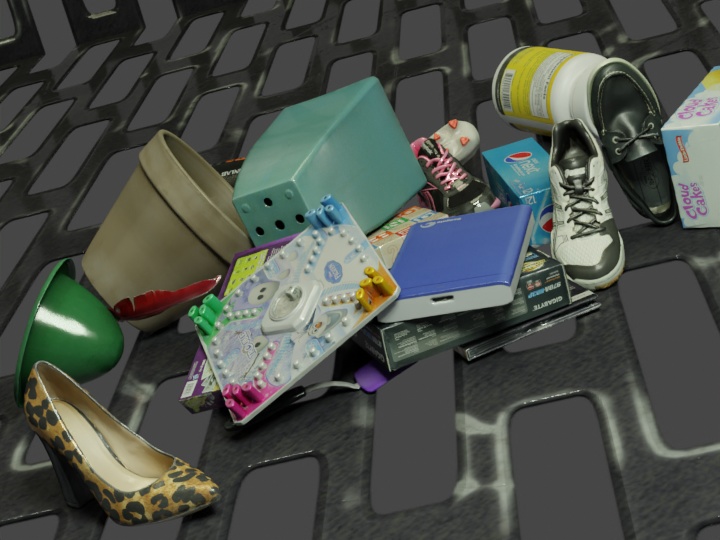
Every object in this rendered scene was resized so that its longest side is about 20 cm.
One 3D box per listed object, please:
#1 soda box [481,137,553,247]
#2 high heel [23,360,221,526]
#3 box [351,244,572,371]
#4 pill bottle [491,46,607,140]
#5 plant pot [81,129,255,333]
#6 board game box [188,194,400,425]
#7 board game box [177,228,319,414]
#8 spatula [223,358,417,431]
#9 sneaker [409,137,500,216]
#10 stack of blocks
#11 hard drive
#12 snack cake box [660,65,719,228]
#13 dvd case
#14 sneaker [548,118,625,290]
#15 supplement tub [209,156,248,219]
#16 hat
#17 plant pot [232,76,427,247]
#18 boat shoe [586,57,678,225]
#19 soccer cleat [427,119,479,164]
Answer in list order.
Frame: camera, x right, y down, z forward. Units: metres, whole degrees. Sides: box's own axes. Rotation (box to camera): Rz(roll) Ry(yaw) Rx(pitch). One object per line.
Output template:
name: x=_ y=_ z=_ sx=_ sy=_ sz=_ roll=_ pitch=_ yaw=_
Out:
soda box: x=0.196 y=-0.092 z=1.815 sx=0.067 sy=0.065 sz=0.200 roll=-16 pitch=21 yaw=-2
high heel: x=-0.215 y=0.148 z=1.394 sx=0.198 sy=0.144 sz=0.071 roll=-1 pitch=25 yaw=36
box: x=0.087 y=0.025 z=1.570 sx=0.198 sy=0.046 sz=0.159 roll=-20 pitch=19 yaw=-14
pill bottle: x=0.267 y=-0.226 z=2.035 sx=0.114 sy=0.115 sz=0.200 roll=-25 pitch=23 yaw=-23
plant pot: x=-0.218 y=-0.030 z=1.799 sx=0.173 sy=0.200 sz=0.200 roll=-42 pitch=19 yaw=7
board game box: x=-0.072 y=0.032 z=1.537 sx=0.200 sy=0.026 sz=0.200 roll=-39 pitch=32 yaw=4
board game box: x=-0.105 y=0.049 z=1.600 sx=0.119 sy=0.032 sz=0.201 roll=-20 pitch=38 yaw=38
spatula: x=-0.038 y=0.115 z=1.518 sx=0.198 sy=0.021 sz=0.057 roll=-18 pitch=22 yaw=-12
sneaker: x=0.099 y=-0.108 z=1.875 sx=0.079 sy=0.096 sz=0.200 roll=-30 pitch=22 yaw=-9
stack of blocks: x=0.000 y=0.000 z=1.714 sx=0.199 sy=0.059 sz=0.115 roll=-24 pitch=13 yaw=-13
hard drive: x=0.096 y=-0.009 z=1.546 sx=0.131 sy=0.026 sz=0.200 roll=-9 pitch=20 yaw=16
snack cake box: x=0.397 y=-0.138 z=1.712 sx=0.067 sy=0.116 sz=0.200 roll=-3 pitch=24 yaw=31
dvd case: x=0.135 y=0.032 z=1.612 sx=0.147 sy=0.016 sz=0.200 roll=-21 pitch=20 yaw=-14
sneaker: x=0.223 y=-0.071 z=1.631 sx=0.075 sy=0.088 sz=0.201 roll=-14 pitch=48 yaw=10
supplement tub: x=-0.134 y=-0.079 z=1.948 sx=0.198 sy=0.124 sz=0.123 roll=-10 pitch=21 yaw=14
hat: x=-0.258 y=0.087 z=1.675 sx=0.174 sy=0.200 sz=0.167 roll=17 pitch=69 yaw=0
plant pot: x=-0.046 y=-0.094 z=1.756 sx=0.140 sy=0.142 sz=0.200 roll=-15 pitch=22 yaw=34
boat shoe: x=0.292 y=-0.129 z=1.661 sx=0.074 sy=0.201 sz=0.066 roll=-19 pitch=34 yaw=2
soccer cleat: x=0.064 y=-0.123 z=2.014 sx=0.199 sy=0.070 sz=0.078 roll=-28 pitch=-21 yaw=4
